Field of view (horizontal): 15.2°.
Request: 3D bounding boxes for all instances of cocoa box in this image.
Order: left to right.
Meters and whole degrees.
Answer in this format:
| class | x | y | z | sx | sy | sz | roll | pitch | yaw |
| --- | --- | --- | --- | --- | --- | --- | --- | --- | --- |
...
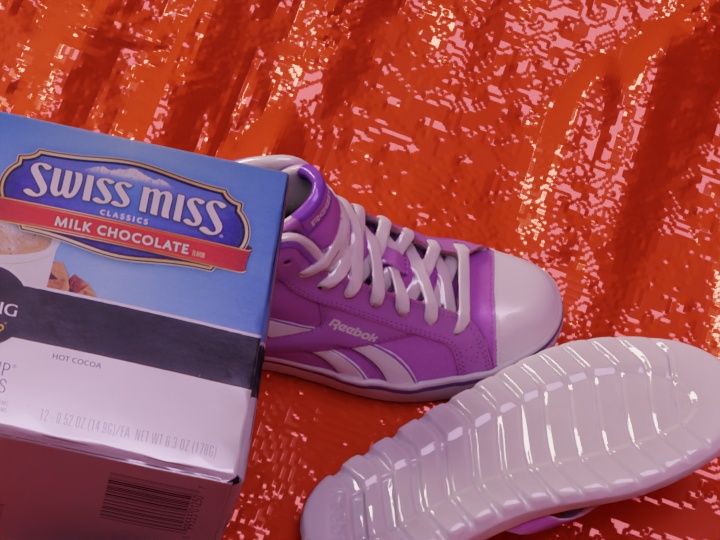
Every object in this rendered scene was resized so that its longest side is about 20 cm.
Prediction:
| class | x | y | z | sx | sy | sz | roll | pitch | yaw |
| --- | --- | --- | --- | --- | --- | --- | --- | --- | --- |
| cocoa box | -0.112 | 0.049 | 1.051 | 0.133 | 0.200 | 0.132 | 12 | 61 | -5 |

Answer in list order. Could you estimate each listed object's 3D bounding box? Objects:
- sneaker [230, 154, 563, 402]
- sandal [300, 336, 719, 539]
| class | x | y | z | sx | sy | sz | roll | pitch | yaw |
| --- | --- | --- | --- | --- | --- | --- | --- | --- | --- |
| sneaker | 0.000 | 0.001 | 1.149 | 0.199 | 0.114 | 0.073 | 3 | 62 | -12 |
| sandal | 0.069 | 0.085 | 1.161 | 0.202 | 0.050 | 0.083 | -19 | 53 | -6 |
